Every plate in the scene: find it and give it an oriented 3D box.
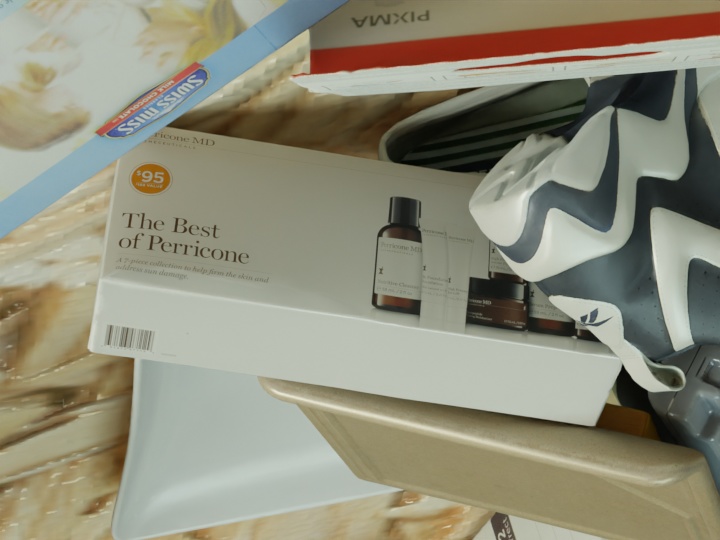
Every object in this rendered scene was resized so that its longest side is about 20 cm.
[{"bbox_3d":[-0.014,0.047,1.174,0.199,0.032,0.200,-10,147,-17],"label":"plate"}]

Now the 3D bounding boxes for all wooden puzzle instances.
[{"bbox_3d":[0.067,0.077,1.101,0.184,0.037,0.200,13,168,18],"label":"wooden puzzle"}]

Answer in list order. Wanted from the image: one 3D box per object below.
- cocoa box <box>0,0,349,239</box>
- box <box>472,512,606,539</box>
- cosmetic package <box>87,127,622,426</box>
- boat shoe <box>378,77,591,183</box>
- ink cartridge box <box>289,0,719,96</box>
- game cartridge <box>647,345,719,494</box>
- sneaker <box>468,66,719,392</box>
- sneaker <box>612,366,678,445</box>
[{"bbox_3d":[-0.125,-0.104,0.786,0.200,0.132,0.133,-32,146,20],"label":"cocoa box"},{"bbox_3d":[0.186,0.199,1.355,0.199,0.199,0.131,1,142,-30],"label":"box"},{"bbox_3d":[0.000,0.000,1.001,0.199,0.083,0.051,8,140,-6],"label":"cosmetic package"},{"bbox_3d":[0.103,-0.055,1.039,0.199,0.074,0.067,-21,151,4],"label":"boat shoe"},{"bbox_3d":[0.060,-0.086,0.833,0.162,0.050,0.200,-5,180,4],"label":"ink cartridge box"},{"bbox_3d":[0.191,0.000,1.103,0.200,0.041,0.133,-61,153,-13],"label":"game cartridge"},{"bbox_3d":[0.147,-0.035,0.978,0.199,0.130,0.079,-45,-164,-29],"label":"sneaker"},{"bbox_3d":[0.166,0.078,1.246,0.075,0.106,0.200,-26,148,10],"label":"sneaker"}]
